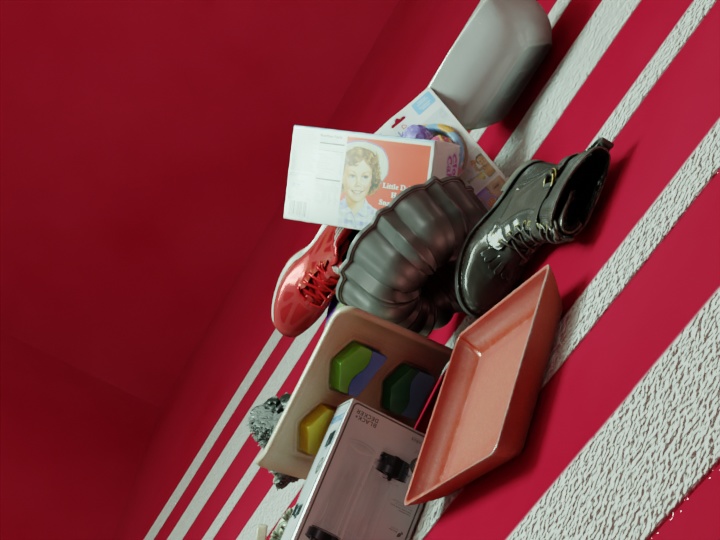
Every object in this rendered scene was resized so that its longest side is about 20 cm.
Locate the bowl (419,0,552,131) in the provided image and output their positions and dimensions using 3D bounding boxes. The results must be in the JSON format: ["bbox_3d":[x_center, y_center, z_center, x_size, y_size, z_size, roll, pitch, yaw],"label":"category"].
[{"bbox_3d":[0.172,-0.261,1.718,0.201,0.075,0.200,-58,-13,22],"label":"bowl"}]

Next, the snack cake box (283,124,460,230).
[{"bbox_3d":[0.012,-0.104,1.570,0.067,0.199,0.116,1,-82,-58],"label":"snack cake box"}]

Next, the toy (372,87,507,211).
[{"bbox_3d":[0.087,-0.127,1.595,0.115,0.200,0.047,-40,-27,6],"label":"toy"}]

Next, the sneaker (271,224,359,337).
[{"bbox_3d":[-0.050,0.005,1.669,0.201,0.078,0.116,-61,10,9],"label":"sneaker"}]

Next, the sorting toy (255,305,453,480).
[{"bbox_3d":[0.001,0.150,1.441,0.036,0.185,0.201,37,99,47],"label":"sorting toy"}]

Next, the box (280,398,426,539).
[{"bbox_3d":[-0.006,0.246,1.349,0.201,0.116,0.060,-68,12,-19],"label":"box"}]

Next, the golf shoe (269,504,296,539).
[{"bbox_3d":[-0.038,0.281,1.598,0.201,0.078,0.097,-56,-6,6],"label":"golf shoe"}]

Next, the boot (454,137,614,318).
[{"bbox_3d":[0.171,-0.041,1.329,0.201,0.069,0.174,-64,12,-3],"label":"boot"}]

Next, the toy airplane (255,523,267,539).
[{"bbox_3d":[-0.125,0.424,1.516,0.199,0.140,0.201,-60,-33,-57],"label":"toy airplane"}]

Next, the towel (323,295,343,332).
[{"bbox_3d":[0.000,0.000,1.710,0.144,0.023,0.200,-54,14,31],"label":"towel"}]

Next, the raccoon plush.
[{"bbox_3d":[-0.093,0.254,1.732,0.200,0.096,0.135,-86,-14,-65],"label":"raccoon plush"}]

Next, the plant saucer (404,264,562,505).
[{"bbox_3d":[0.122,0.118,1.260,0.200,0.037,0.201,-46,21,58],"label":"plant saucer"}]

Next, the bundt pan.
[{"bbox_3d":[0.074,-0.002,1.468,0.201,0.076,0.203,-31,-33,-23],"label":"bundt pan"}]
